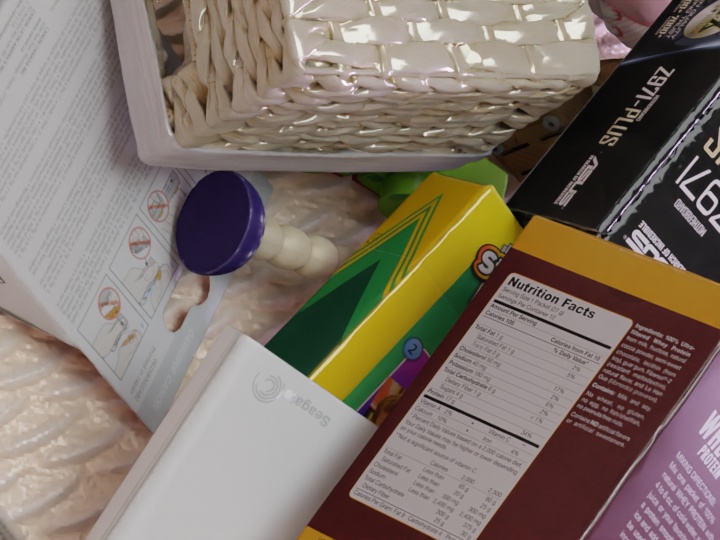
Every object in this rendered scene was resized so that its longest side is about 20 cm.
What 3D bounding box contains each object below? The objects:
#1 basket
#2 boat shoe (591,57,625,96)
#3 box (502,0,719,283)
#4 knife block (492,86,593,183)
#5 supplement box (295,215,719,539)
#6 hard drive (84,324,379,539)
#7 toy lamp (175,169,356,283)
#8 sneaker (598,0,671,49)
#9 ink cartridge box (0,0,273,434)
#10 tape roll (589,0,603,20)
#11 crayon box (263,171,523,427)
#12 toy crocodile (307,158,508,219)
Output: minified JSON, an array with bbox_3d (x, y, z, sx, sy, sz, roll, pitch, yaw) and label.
[{"bbox_3d":[-0.001,-0.126,1.389,0.200,0.123,0.136,-2,77,-37],"label":"basket"},{"bbox_3d":[0.199,-0.076,1.584,0.200,0.072,0.072,-4,98,-43],"label":"boat shoe"},{"bbox_3d":[0.195,-0.021,1.443,0.164,0.086,0.200,-49,118,-12],"label":"box"},{"bbox_3d":[0.169,-0.086,1.643,0.200,0.064,0.176,43,52,-23],"label":"knife block"},{"bbox_3d":[0.110,0.123,1.344,0.200,0.133,0.197,-53,135,-14],"label":"supplement box"},{"bbox_3d":[-0.063,0.142,1.334,0.132,0.026,0.200,36,85,-28],"label":"hard drive"},{"bbox_3d":[0.000,0.000,1.464,0.200,0.058,0.058,21,64,-44],"label":"toy lamp"},{"bbox_3d":[0.126,-0.171,1.533,0.200,0.105,0.075,23,50,-12],"label":"sneaker"},{"bbox_3d":[-0.134,-0.045,1.392,0.200,0.057,0.163,58,45,-40],"label":"ink cartridge box"},{"bbox_3d":[0.195,-0.236,1.619,0.203,0.202,0.139,55,48,-14],"label":"tape roll"},{"bbox_3d":[0.045,0.085,1.434,0.173,0.058,0.200,-46,118,-20],"label":"crayon box"},{"bbox_3d":[-0.001,-0.068,1.498,0.200,0.062,0.068,27,61,-38],"label":"toy crocodile"}]
